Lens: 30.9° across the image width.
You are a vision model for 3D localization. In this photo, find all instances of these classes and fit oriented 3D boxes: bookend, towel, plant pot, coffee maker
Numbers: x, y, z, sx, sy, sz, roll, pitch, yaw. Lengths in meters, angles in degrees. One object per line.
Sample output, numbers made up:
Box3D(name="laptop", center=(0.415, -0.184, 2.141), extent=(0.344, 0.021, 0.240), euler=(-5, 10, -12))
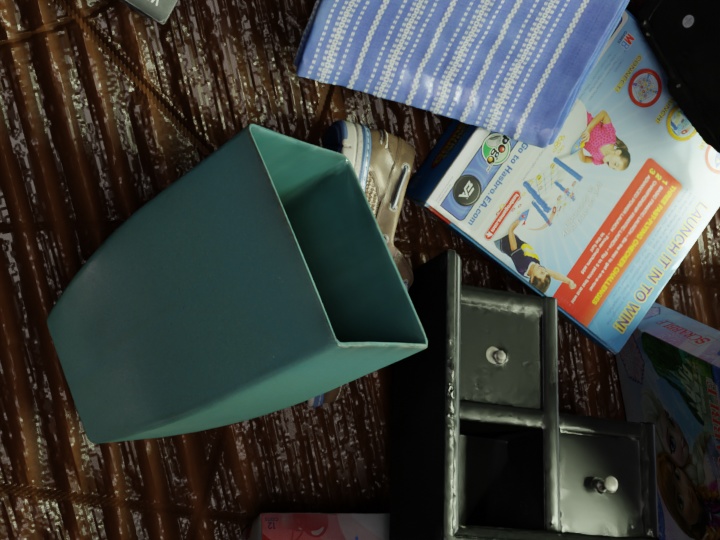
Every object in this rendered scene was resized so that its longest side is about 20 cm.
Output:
Box3D(name="bookend", center=(0.128, 0.107, 0.933), extent=(0.197, 0.092, 0.202), euler=(9, 72, -21))
Box3D(name="towel", center=(0.070, -0.161, 0.837), extent=(0.198, 0.024, 0.146), euler=(13, 123, -24))
Box3D(name="plant pot", center=(-0.089, 0.028, 0.832), extent=(0.199, 0.141, 0.143), euler=(-30, 75, 21))
Box3D(name="coffee maker", center=(0.321, -0.170, 0.929), extent=(0.199, 0.134, 0.194), euler=(-35, 116, -27))

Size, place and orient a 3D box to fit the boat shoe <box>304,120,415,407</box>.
Box3D(name="boat shoe", center=(0.000, 0.000, 0.919), extent=(0.071, 0.072, 0.203), euler=(8, 98, -17))

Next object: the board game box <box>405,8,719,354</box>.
Box3D(name="board game box", center=(0.166, -0.078, 0.961), extent=(0.195, 0.056, 0.201), euler=(36, 89, -19))

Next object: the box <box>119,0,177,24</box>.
Box3D(name="box", center=(-0.169, -0.273, 0.807), extent=(0.199, 0.050, 0.159), euler=(28, 92, -34))

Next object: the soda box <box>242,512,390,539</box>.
Box3D(name="soda box", center=(0.015, 0.216, 0.954), extent=(0.197, 0.070, 0.064), euler=(4, 66, -16))

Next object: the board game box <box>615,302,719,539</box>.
Box3D(name="board game box", center=(0.257, 0.140, 0.952), extent=(0.041, 0.199, 0.203), euler=(-15, 103, -12))
